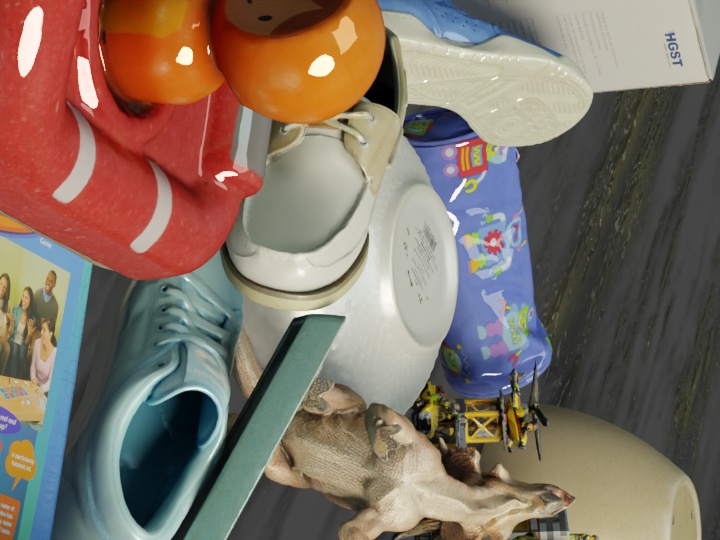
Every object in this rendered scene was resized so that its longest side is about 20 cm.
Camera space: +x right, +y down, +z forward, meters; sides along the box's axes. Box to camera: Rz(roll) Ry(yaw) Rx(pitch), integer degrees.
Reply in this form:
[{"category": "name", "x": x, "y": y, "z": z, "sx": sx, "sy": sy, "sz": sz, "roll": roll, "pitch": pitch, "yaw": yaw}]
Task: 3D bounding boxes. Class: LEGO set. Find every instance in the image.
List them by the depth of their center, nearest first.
[{"category": "LEGO set", "x": 0.092, "y": 0.165, "z": 0.997, "sx": 0.154, "sy": 0.115, "sz": 0.202, "roll": -77, "pitch": 164, "yaw": -76}]

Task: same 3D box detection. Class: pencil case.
[{"category": "pencil case", "x": 0.078, "y": -0.017, "z": 1.079, "sx": 0.086, "sy": 0.078, "sz": 0.202, "roll": -25, "pitch": 116, "yaw": -26}]

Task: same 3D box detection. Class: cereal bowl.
[{"category": "cereal bowl", "x": 0.000, "y": 0.000, "z": 0.918, "sx": 0.200, "sy": 0.083, "sz": 0.202, "roll": 9, "pitch": 80, "yaw": -62}]

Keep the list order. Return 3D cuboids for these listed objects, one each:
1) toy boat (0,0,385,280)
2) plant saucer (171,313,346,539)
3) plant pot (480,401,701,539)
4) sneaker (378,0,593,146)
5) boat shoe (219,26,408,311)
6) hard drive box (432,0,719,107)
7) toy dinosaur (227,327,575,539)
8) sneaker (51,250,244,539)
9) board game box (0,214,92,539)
[{"category": "toy boat", "x": -0.056, "y": -0.073, "z": 0.494, "sx": 0.200, "sy": 0.130, "sz": 0.132, "roll": 36, "pitch": 59, "yaw": -67}, {"category": "plant saucer", "x": -0.065, "y": 0.105, "z": 0.722, "sx": 0.201, "sy": 0.019, "sz": 0.070, "roll": -60, "pitch": -173, "yaw": -8}, {"category": "plant pot", "x": 0.181, "y": 0.200, "z": 1.216, "sx": 0.200, "sy": 0.133, "sz": 0.202, "roll": -2, "pitch": 90, "yaw": -65}, {"category": "sneaker", "x": 0.050, "y": -0.145, "z": 0.971, "sx": 0.199, "sy": 0.077, "sz": 0.112, "roll": 7, "pitch": 48, "yaw": -35}, {"category": "boat shoe", "x": -0.020, "y": -0.057, "z": 0.777, "sx": 0.201, "sy": 0.074, "sz": 0.069, "roll": -73, "pitch": 175, "yaw": -57}, {"category": "hard drive box", "x": 0.124, "y": -0.196, "z": 1.055, "sx": 0.157, "sy": 0.198, "sz": 0.077, "roll": 66, "pitch": 34, "yaw": -38}, {"category": "toy dinosaur", "x": 0.000, "y": 0.096, "z": 0.827, "sx": 0.086, "sy": 0.199, "sz": 0.135, "roll": -56, "pitch": 165, "yaw": 9}, {"category": "sneaker", "x": -0.080, "y": 0.053, "z": 0.731, "sx": 0.074, "sy": 0.082, "sz": 0.201, "roll": 39, "pitch": 50, "yaw": -30}, {"category": "board game box", "x": -0.167, "y": 0.031, "z": 0.612, "sx": 0.152, "sy": 0.045, "sz": 0.202, "roll": 36, "pitch": 56, "yaw": -58}]
